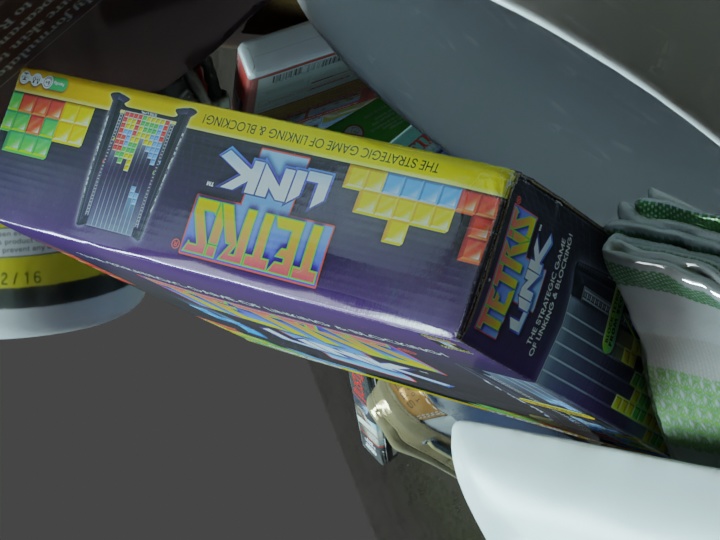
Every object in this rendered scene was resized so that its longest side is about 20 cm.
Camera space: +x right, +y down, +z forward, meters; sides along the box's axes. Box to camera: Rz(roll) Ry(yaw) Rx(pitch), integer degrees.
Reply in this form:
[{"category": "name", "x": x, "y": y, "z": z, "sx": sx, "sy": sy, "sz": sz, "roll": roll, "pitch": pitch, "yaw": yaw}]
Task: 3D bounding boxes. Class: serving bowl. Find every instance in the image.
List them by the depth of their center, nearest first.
[{"category": "serving bowl", "x": 0.077, "y": -0.064, "z": 0.693, "sx": 0.200, "sy": 0.066, "sz": 0.200, "roll": 32, "pitch": 170, "yaw": 6}]

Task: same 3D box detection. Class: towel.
[{"category": "towel", "x": 0.147, "y": 0.077, "z": 0.670, "sx": 0.149, "sy": 0.031, "sz": 0.200, "roll": 25, "pitch": 145, "yaw": 43}]

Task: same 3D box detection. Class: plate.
[{"category": "plate", "x": 0.128, "y": 0.140, "z": 0.721, "sx": 0.199, "sy": 0.032, "sz": 0.200, "roll": 8, "pitch": 136, "yaw": 50}]

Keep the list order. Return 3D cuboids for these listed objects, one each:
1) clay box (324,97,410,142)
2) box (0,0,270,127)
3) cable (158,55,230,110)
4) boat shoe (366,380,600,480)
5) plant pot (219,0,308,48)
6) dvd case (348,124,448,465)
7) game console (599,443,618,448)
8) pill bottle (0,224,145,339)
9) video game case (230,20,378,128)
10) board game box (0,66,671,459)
[{"category": "clay box", "x": 0.035, "y": -0.018, "z": 1.069, "sx": 0.048, "sy": 0.115, "sz": 0.200, "roll": 61, "pitch": -178, "yaw": 28}, {"category": "box", "x": -0.144, "y": -0.155, "z": 0.786, "sx": 0.200, "sy": 0.166, "sz": 0.164, "roll": 57, "pitch": -159, "yaw": 11}, {"category": "cable", "x": -0.066, "y": -0.092, "z": 0.944, "sx": 0.200, "sy": 0.050, "sz": 0.097, "roll": 101, "pitch": 162, "yaw": -50}, {"category": "boat shoe", "x": 0.075, "y": 0.073, "z": 1.032, "sx": 0.200, "sy": 0.068, "sz": 0.075, "roll": 36, "pitch": -156, "yaw": -46}, {"category": "plant pot", "x": -0.018, "y": -0.187, "z": 0.933, "sx": 0.200, "sy": 0.186, "sz": 0.187, "roll": 12, "pitch": 124, "yaw": 68}, {"category": "dvd case", "x": 0.048, "y": -0.011, "z": 0.991, "sx": 0.022, "sy": 0.146, "sz": 0.200, "roll": 40, "pitch": 160, "yaw": 28}, {"category": "game console", "x": 0.091, "y": 0.037, "z": 0.889, "sx": 0.119, "sy": 0.172, "sz": 0.200, "roll": 39, "pitch": 166, "yaw": 17}, {"category": "pill bottle", "x": -0.149, "y": -0.080, "z": 0.948, "sx": 0.111, "sy": 0.111, "sz": 0.200, "roll": -130, "pitch": 36, "yaw": -70}, {"category": "video game case", "x": 0.011, "y": -0.094, "z": 1.014, "sx": 0.200, "sy": 0.143, "sz": 0.017, "roll": 121, "pitch": 130, "yaw": -81}, {"category": "board game box", "x": 0.000, "y": 0.000, "z": 0.742, "sx": 0.200, "sy": 0.057, "sz": 0.165, "roll": 14, "pitch": 172, "yaw": 36}]
